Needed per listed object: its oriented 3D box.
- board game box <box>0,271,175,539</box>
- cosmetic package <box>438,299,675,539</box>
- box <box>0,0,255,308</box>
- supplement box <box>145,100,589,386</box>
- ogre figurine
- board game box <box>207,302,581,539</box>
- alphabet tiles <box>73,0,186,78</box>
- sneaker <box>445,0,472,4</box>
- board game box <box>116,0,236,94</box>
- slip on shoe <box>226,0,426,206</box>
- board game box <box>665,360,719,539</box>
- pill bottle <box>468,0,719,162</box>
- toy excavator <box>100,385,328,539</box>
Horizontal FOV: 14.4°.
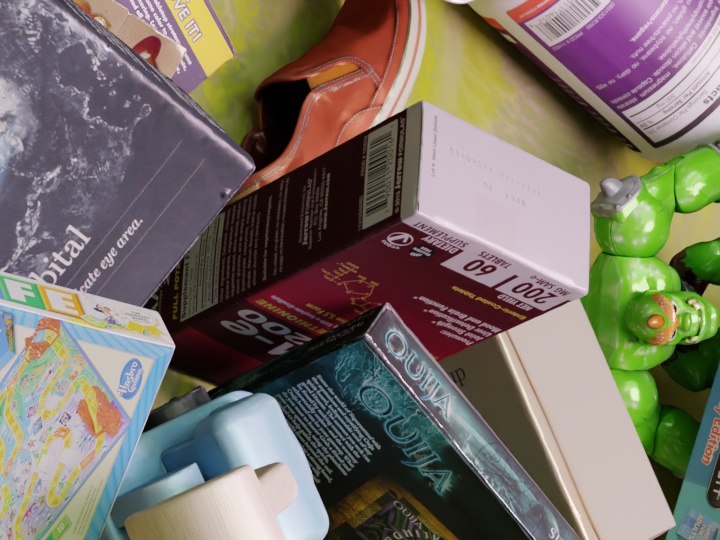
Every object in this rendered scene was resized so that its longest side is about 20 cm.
[{"bbox_3d":[-0.170,0.094,1.111,0.134,0.201,0.034,15,19,-24],"label":"board game box"},{"bbox_3d":[0.066,0.059,1.424,0.073,0.103,0.201,-20,84,-46],"label":"cosmetic package"},{"bbox_3d":[-0.186,-0.038,1.140,0.200,0.117,0.197,38,92,-28],"label":"box"},{"bbox_3d":[0.000,0.000,1.317,0.108,0.199,0.061,24,57,-34],"label":"supplement box"},{"bbox_3d":[0.172,0.025,1.547,0.119,0.201,0.098,0,26,-33],"label":"ogre figurine"},{"bbox_3d":[0.026,0.117,1.334,0.200,0.135,0.028,51,44,-13],"label":"board game box"},{"bbox_3d":[-0.165,-0.035,1.231,0.167,0.008,0.201,32,89,-29],"label":"alphabet tiles"},{"bbox_3d":[0.027,-0.189,1.480,0.074,0.200,0.100,-18,105,-5],"label":"sneaker"},{"bbox_3d":[-0.166,-0.136,1.277,0.165,0.056,0.201,-44,116,-36],"label":"board game box"},{"bbox_3d":[-0.019,-0.086,1.439,0.061,0.074,0.201,39,53,-19],"label":"slip on shoe"},{"bbox_3d":[0.244,0.100,1.537,0.150,0.047,0.201,17,89,-44],"label":"board game box"},{"bbox_3d":[0.157,-0.139,1.598,0.200,0.112,0.113,39,48,-24],"label":"pill bottle"},{"bbox_3d":[-0.064,0.099,1.207,0.194,0.199,0.100,-24,88,-47],"label":"toy excavator"}]
